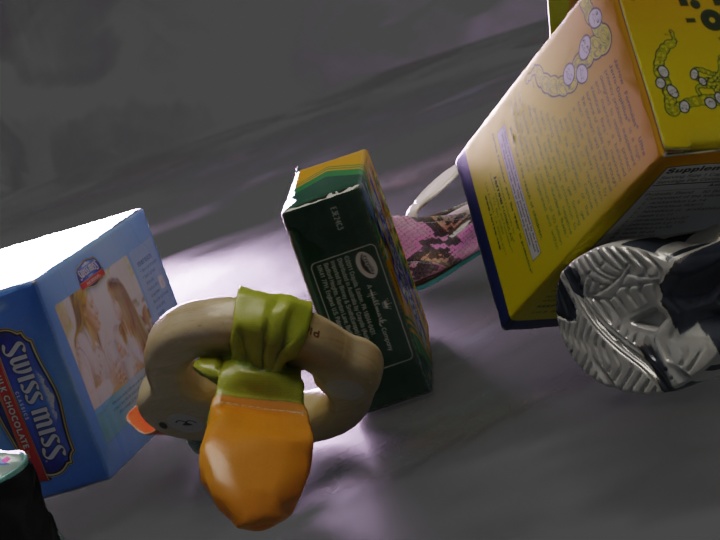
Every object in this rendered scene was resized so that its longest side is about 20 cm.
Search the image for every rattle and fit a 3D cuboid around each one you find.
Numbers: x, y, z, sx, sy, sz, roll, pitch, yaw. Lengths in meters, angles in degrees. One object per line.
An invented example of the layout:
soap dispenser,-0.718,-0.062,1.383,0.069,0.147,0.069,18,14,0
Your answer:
rattle,-0.076,0.104,1.214,0.130,0.143,0.200,12,-29,-36

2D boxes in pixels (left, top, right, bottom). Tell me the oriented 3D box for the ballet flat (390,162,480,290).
ballet flat,0.097,-0.051,1.611,0.200,0.071,0.069,-25,10,-30

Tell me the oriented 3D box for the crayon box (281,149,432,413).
crayon box,0.000,0.000,1.347,0.052,0.126,0.200,-19,9,3

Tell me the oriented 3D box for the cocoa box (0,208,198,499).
cocoa box,-0.201,0.057,1.412,0.131,0.133,0.200,-16,10,17

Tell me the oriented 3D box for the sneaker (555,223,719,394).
sneaker,0.198,0.004,1.094,0.130,0.080,0.199,-11,-10,-37

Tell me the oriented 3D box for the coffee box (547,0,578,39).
coffee box,0.249,-0.155,1.369,0.200,0.198,0.200,10,27,34

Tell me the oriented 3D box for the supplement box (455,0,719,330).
supplement box,0.145,-0.062,1.158,0.109,0.110,0.200,-4,-24,-24

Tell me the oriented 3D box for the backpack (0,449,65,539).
backpack,-0.234,0.132,1.022,0.176,0.153,0.200,-29,5,-19
